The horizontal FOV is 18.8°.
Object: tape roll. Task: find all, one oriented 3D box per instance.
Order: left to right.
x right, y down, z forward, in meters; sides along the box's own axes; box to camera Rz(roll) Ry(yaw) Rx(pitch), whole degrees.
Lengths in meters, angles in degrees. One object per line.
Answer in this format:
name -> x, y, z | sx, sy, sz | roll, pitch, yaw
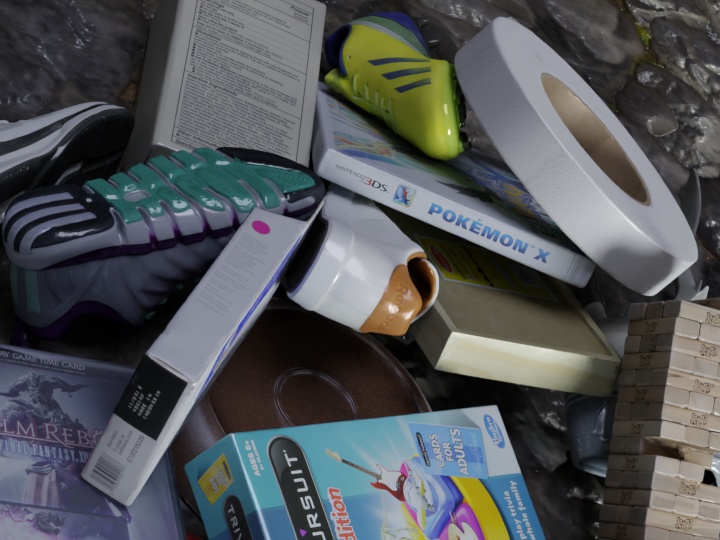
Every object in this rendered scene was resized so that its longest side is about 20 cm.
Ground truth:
tape roll -> 0.136, -0.074, 1.371 | 0.203, 0.037, 0.203 | 43, 19, -19

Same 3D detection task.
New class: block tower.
block tower -> 0.181, 0.113, 1.275 | 0.057, 0.054, 0.202 | 14, 81, -25

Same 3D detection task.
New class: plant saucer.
plant saucer -> -0.030, 0.086, 1.247 | 0.199, 0.032, 0.201 | 20, 42, -19

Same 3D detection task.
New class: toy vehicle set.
toy vehicle set -> 0.070, 0.006, 1.353 | 0.123, 0.027, 0.200 | 11, 26, -26

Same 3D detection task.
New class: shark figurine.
shark figurine -> 0.204, 0.023, 1.439 | 0.128, 0.090, 0.214 | 43, 41, 7

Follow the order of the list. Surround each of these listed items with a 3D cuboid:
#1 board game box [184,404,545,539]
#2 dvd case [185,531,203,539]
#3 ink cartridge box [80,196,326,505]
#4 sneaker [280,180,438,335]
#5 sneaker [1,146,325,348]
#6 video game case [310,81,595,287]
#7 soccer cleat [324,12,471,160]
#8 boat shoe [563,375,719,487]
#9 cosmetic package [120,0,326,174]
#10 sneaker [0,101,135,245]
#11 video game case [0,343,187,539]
board game box -> 0.017, 0.156, 1.158 | 0.199, 0.047, 0.152 | -2, 65, -44
dvd case -> -0.138, 0.172, 1.089 | 0.199, 0.022, 0.147 | 27, 39, -12
ink cartridge box -> -0.080, 0.033, 1.157 | 0.037, 0.095, 0.200 | 32, 35, 3
sneaker -> 0.000, 0.000, 1.288 | 0.084, 0.073, 0.200 | 28, 13, -8
sneaker -> -0.113, -0.012, 1.232 | 0.199, 0.088, 0.074 | -12, 35, -30
video game case -> 0.052, -0.059, 1.386 | 0.181, 0.022, 0.200 | 23, 14, -10
soccer cleat -> 0.022, -0.116, 1.416 | 0.083, 0.065, 0.200 | -8, 25, -7
boat shoe -> 0.213, 0.124, 1.366 | 0.200, 0.070, 0.072 | 19, 61, -22
cosmetic package -> -0.086, -0.103, 1.364 | 0.103, 0.073, 0.201 | 22, 40, -15
sneaker -> -0.217, -0.077, 1.243 | 0.115, 0.076, 0.200 | 31, 26, 14
video game case -> -0.156, 0.118, 1.097 | 0.142, 0.019, 0.201 | 12, 42, -27
